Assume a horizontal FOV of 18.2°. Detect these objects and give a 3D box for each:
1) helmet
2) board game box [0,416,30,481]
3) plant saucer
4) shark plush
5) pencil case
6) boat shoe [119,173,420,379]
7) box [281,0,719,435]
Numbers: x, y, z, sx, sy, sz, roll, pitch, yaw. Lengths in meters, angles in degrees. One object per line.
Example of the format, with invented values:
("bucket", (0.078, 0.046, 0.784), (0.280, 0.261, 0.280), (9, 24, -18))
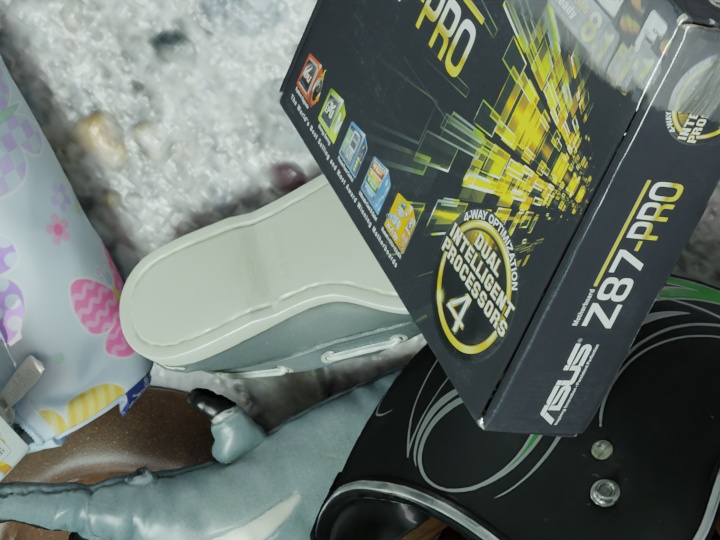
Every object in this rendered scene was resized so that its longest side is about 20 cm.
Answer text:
("helmet", (0.100, 0.093, 0.854), (0.199, 0.190, 0.201), (33, 141, 31))
("board game box", (-0.230, 0.077, 0.943), (0.103, 0.105, 0.200), (48, 160, -11))
("plant saucer", (-0.091, 0.149, 1.039), (0.198, 0.035, 0.202), (8, 121, 14))
("shark plush", (-0.056, 0.084, 0.947), (0.198, 0.091, 0.084), (-1, 107, 0))
("pencil case", (-0.164, -0.022, 0.936), (0.083, 0.091, 0.201), (-10, 114, 39))
("boat shoe", (0.000, 0.000, 0.924), (0.198, 0.073, 0.062), (-17, 155, 18))
("box", (0.051, -0.068, 0.778), (0.049, 0.201, 0.162), (7, 125, -32))
